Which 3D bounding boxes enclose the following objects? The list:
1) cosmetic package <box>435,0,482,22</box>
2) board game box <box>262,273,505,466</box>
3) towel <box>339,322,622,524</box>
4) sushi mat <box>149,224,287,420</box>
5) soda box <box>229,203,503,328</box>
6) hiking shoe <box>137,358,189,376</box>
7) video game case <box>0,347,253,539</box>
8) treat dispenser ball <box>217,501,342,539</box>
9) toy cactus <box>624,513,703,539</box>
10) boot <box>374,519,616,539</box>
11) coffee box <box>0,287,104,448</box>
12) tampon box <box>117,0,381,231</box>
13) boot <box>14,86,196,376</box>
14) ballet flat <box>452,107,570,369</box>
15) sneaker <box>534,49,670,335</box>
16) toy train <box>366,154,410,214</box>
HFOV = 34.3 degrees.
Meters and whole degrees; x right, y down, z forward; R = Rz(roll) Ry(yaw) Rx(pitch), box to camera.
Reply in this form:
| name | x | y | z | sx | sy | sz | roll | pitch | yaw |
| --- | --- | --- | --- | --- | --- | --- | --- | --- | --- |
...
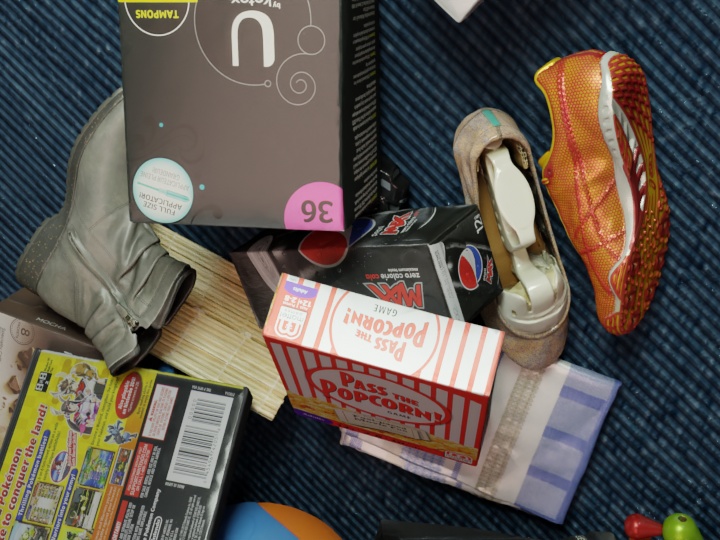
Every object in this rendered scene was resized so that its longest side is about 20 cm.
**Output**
| name | x | y | z | sx | sy | sz | roll | pitch | yaw |
| --- | --- | --- | --- | --- | --- | --- | --- | --- | --- |
| cosmetic package | 0.106 | -0.255 | 0.690 | 0.081 | 0.113 | 0.200 | 41 | 122 | -3 |
| board game box | 0.019 | 0.075 | 0.818 | 0.150 | 0.047 | 0.200 | 15 | 160 | 10 |
| towel | 0.088 | 0.110 | 0.921 | 0.198 | 0.024 | 0.148 | 20 | 117 | 7 |
| sushi mat | -0.133 | 0.032 | 0.938 | 0.198 | 0.012 | 0.096 | 28 | 79 | 5 |
| soda box | 0.000 | 0.000 | 0.839 | 0.198 | 0.063 | 0.072 | -2 | 116 | 43 |
| hiking shoe | -0.149 | 0.142 | 0.926 | 0.086 | 0.202 | 0.074 | -34 | 136 | 30 |
| video game case | -0.190 | 0.169 | 0.876 | 0.178 | 0.202 | 0.026 | 9 | 157 | 10 |
| treat dispenser ball | -0.087 | 0.295 | 0.967 | 0.198 | 0.201 | 0.203 | 8 | 117 | 16 |
| toy cactus | 0.286 | 0.269 | 0.896 | 0.163 | 0.102 | 0.203 | -11 | 102 | 13 |
| boot | 0.095 | 0.279 | 0.927 | 0.197 | 0.066 | 0.167 | 3 | 107 | -16 |
| coffee box | -0.264 | 0.126 | 1.004 | 0.112 | 0.080 | 0.202 | 19 | 110 | 11 |
| tampon box | -0.069 | -0.138 | 0.773 | 0.148 | 0.126 | 0.203 | 2 | 105 | 12 |
| boot | -0.169 | -0.030 | 0.887 | 0.130 | 0.068 | 0.201 | 36 | 106 | 18 |
| ballet flat | 0.109 | -0.013 | 0.818 | 0.067 | 0.067 | 0.202 | -22 | 107 | -7 |
| sneaker | 0.165 | -0.053 | 0.801 | 0.076 | 0.073 | 0.203 | 6 | 114 | 41 |
| toy train | -0.050 | -0.104 | 0.861 | 0.199 | 0.034 | 0.046 | 31 | 117 | 3 |
